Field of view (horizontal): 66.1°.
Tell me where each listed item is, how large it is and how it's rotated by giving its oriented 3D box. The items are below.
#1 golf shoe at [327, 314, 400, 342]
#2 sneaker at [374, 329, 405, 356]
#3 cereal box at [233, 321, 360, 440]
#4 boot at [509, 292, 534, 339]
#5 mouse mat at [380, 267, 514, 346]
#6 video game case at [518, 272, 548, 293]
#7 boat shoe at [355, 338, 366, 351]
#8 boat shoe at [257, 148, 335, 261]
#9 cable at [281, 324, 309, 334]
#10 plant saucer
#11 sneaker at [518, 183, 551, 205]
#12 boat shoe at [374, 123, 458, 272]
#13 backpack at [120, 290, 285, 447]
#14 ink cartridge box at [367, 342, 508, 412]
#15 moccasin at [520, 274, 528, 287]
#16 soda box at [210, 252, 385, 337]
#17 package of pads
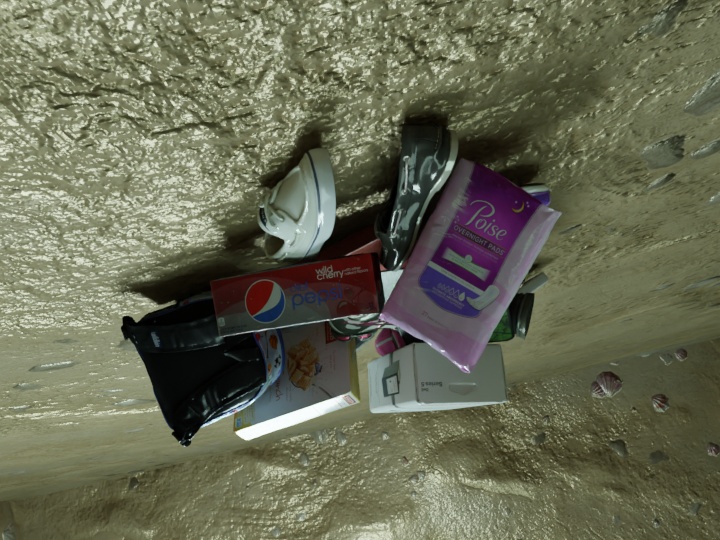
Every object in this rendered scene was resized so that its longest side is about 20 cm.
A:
[{"bbox_3d":[0.047,0.047,0.789,0.196,0.078,0.089,-17,152,-5],"label":"golf shoe"},{"bbox_3d":[0.106,0.102,0.974,0.198,0.075,0.087,-26,174,-23],"label":"sneaker"},{"bbox_3d":[-0.098,0.158,0.842,0.197,0.146,0.040,-23,135,15],"label":"cereal box"},{"bbox_3d":[0.161,0.047,0.855,0.196,0.074,0.182,15,180,13],"label":"boot"},{"bbox_3d":[0.114,0.051,0.729,0.158,0.008,0.201,-7,141,18],"label":"mouse mat"},{"bbox_3d":[0.240,0.084,1.055,0.198,0.022,0.182,-30,171,-22],"label":"video game case"},{"bbox_3d":[-0.027,0.106,0.918,0.057,0.201,0.067,46,166,-23],"label":"boat shoe"},{"bbox_3d":[-0.073,-0.059,0.581,0.068,0.072,0.200,-9,165,-17],"label":"boat shoe"},{"bbox_3d":[-0.149,0.133,0.999,0.197,0.071,0.199,7,153,-40],"label":"cable"},{"bbox_3d":[0.000,0.000,0.787,0.197,0.037,0.199,-27,156,15],"label":"plant saucer"},{"bbox_3d":[0.161,-0.036,0.705,0.199,0.084,0.080,-39,170,24],"label":"sneaker"},{"bbox_3d":[0.043,-0.076,0.595,0.056,0.068,0.201,11,140,-10],"label":"boat shoe"},{"bbox_3d":[-0.201,0.116,0.781,0.188,0.203,0.154,-19,-170,25],"label":"backpack"},{"bbox_3d":[0.109,0.167,0.844,0.143,0.086,0.200,3,162,-18],"label":"ink cartridge box"},{"bbox_3d":[0.223,-0.016,0.837,0.072,0.079,0.202,-15,159,7],"label":"moccasin"},{"bbox_3d":[-0.072,0.028,0.659,0.196,0.072,0.063,-9,180,9],"label":"soda box"},{"bbox_3d":[0.117,-0.006,0.603,0.203,0.119,0.076,-62,168,10],"label":"package of pads"}]
